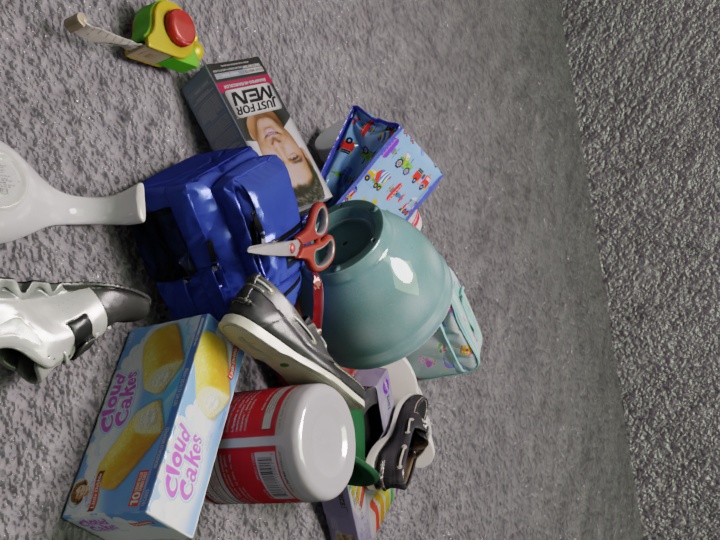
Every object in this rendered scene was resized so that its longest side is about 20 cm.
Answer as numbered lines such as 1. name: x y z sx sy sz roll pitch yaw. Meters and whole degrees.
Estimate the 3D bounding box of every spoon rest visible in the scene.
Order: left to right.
1. spoon rest: -0.298 -0.068 0.740 0.198 0.060 0.101 7 73 -46

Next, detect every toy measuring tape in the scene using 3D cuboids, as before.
1. toy measuring tape: -0.242 -0.270 0.882 0.199 0.073 0.075 1 79 -61

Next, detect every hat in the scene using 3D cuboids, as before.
1. hat: -0.028 0.143 0.976 0.200 0.163 0.178 114 -3 -64

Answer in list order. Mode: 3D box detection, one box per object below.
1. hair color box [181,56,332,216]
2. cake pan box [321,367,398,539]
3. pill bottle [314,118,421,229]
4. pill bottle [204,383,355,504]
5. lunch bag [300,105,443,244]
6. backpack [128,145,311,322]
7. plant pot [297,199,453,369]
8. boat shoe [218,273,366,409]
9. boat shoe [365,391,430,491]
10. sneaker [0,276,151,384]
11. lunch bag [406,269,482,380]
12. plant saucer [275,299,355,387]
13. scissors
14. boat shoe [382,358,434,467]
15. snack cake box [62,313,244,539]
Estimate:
1. hair color box: -0.126 -0.156 0.994 0.099 0.060 0.202 -28 90 -50
2. cake pan box: 0.001 0.260 1.127 0.184 0.052 0.203 -49 134 -58
3. pill bottle: 0.010 -0.129 1.241 0.201 0.109 0.111 60 34 -31
4. pill bottle: -0.113 0.181 0.827 0.112 0.197 0.114 26 59 -55
5. lunch bag: 0.006 -0.094 1.108 0.202 0.094 0.150 -59 145 -2
6. backpack: -0.143 -0.017 0.880 0.162 0.166 0.203 -40 122 -52
7. plant pot: 0.000 0.000 0.997 0.135 0.197 0.202 57 36 -41
8. boat shoe: -0.056 0.081 0.829 0.200 0.071 0.068 44 53 -33
9. boat shoe: 0.068 0.240 1.143 0.200 0.059 0.075 -42 128 -59
10. sneaker: -0.274 0.055 0.718 0.199 0.073 0.090 2 79 -51
11. lunch bag: 0.106 0.084 1.292 0.201 0.158 0.078 60 34 -32
12. plant saucer: -0.071 0.085 1.095 0.200 0.036 0.202 -54 129 -53
13. scissors: -0.066 -0.017 0.826 0.200 0.014 0.074 -45 133 -65
14. boat shoe: 0.075 0.214 1.295 0.069 0.071 0.202 -74 140 -74
15. snack cake box: -0.195 0.151 0.779 0.067 0.114 0.202 48 41 -42
